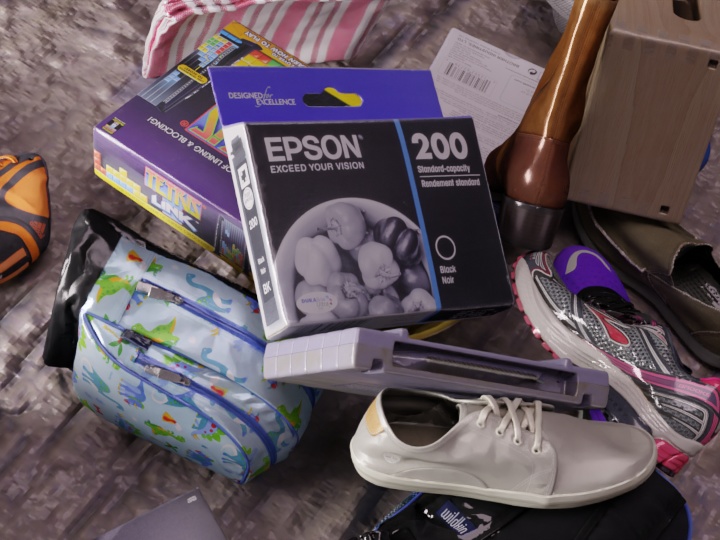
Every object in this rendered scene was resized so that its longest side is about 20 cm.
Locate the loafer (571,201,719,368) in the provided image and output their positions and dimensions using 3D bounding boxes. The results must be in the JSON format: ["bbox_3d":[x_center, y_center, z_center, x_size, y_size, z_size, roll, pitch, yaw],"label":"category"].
[{"bbox_3d":[0.256,-0.012,1.298,0.075,0.070,0.200,-33,67,-29],"label":"loafer"}]

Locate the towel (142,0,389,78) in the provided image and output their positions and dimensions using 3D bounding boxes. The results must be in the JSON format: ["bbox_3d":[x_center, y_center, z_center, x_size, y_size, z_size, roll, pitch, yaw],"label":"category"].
[{"bbox_3d":[-0.077,-0.200,1.318,0.199,0.146,0.030,-7,76,-17],"label":"towel"}]

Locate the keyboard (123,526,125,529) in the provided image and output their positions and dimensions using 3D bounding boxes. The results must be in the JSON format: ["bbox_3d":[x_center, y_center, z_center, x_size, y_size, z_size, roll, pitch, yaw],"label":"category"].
[{"bbox_3d":[-0.095,0.248,1.078,0.056,0.011,0.200,-20,62,-24],"label":"keyboard"}]

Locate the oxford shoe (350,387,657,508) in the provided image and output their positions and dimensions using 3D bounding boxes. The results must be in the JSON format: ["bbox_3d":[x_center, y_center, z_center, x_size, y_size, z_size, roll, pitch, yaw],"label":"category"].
[{"bbox_3d":[0.094,0.109,1.020,0.199,0.058,0.075,4,33,-1],"label":"oxford shoe"}]

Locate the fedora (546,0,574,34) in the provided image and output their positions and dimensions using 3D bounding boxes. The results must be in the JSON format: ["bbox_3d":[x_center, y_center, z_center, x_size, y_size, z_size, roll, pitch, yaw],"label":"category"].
[{"bbox_3d":[0.254,-0.260,1.460,0.200,0.090,0.177,-21,60,-15],"label":"fedora"}]

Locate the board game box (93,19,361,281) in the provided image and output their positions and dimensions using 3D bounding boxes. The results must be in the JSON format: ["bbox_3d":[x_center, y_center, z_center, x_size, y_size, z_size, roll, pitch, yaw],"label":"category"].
[{"bbox_3d":[-0.073,-0.085,1.192,0.200,0.057,0.165,32,52,18],"label":"board game box"}]

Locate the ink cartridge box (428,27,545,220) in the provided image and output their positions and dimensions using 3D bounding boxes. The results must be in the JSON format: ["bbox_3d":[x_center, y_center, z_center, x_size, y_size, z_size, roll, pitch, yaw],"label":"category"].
[{"bbox_3d":[0.094,-0.112,1.354,0.119,0.042,0.200,25,51,5],"label":"ink cartridge box"}]

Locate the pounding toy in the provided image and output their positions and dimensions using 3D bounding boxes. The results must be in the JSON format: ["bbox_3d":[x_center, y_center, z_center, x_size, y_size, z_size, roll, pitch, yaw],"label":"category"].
[{"bbox_3d":[0.259,-0.170,1.310,0.142,0.184,0.200,13,34,1],"label":"pounding toy"}]

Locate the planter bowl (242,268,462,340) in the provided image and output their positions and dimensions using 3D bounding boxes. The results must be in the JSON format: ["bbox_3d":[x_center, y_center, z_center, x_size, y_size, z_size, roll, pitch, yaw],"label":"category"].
[{"bbox_3d":[0.000,0.000,1.223,0.200,0.084,0.201,4,51,-5],"label":"planter bowl"}]

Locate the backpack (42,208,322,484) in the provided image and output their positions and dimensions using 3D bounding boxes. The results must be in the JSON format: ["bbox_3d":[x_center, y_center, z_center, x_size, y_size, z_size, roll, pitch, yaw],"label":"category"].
[{"bbox_3d":[-0.124,0.062,1.126,0.199,0.163,0.154,15,62,-9],"label":"backpack"}]

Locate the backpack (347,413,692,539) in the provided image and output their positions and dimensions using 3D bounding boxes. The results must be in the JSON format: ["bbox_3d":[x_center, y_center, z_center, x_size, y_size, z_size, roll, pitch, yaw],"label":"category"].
[{"bbox_3d":[0.111,0.205,1.066,0.183,0.147,0.200,35,55,21],"label":"backpack"}]

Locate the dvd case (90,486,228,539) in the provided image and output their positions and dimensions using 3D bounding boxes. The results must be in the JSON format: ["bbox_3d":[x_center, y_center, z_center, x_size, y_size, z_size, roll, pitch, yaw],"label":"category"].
[{"bbox_3d":[-0.127,0.258,1.050,0.148,0.016,0.200,-25,64,-19],"label":"dvd case"}]

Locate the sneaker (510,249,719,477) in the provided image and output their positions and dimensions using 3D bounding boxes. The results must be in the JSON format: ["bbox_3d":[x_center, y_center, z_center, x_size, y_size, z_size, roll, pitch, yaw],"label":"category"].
[{"bbox_3d":[0.182,0.055,1.129,0.075,0.081,0.200,-44,59,6],"label":"sneaker"}]

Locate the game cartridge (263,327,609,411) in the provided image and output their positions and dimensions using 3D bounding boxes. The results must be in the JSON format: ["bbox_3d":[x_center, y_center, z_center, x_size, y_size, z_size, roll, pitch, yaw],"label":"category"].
[{"bbox_3d":[0.049,0.068,1.063,0.200,0.130,0.039,11,82,-30],"label":"game cartridge"}]

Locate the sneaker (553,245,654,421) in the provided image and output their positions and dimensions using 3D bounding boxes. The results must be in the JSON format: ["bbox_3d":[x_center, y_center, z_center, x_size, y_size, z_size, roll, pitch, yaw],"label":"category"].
[{"bbox_3d":[0.200,0.052,1.222,0.069,0.100,0.201,-1,56,-15],"label":"sneaker"}]

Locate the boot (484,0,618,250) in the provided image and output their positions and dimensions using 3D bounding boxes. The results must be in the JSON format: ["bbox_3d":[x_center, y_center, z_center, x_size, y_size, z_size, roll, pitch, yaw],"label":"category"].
[{"bbox_3d":[0.142,-0.136,1.208,0.068,0.200,0.188,15,19,4],"label":"boot"}]

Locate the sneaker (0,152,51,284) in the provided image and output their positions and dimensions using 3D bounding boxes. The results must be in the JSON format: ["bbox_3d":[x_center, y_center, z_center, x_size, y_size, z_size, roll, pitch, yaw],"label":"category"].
[{"bbox_3d":[-0.314,-0.074,1.227,0.112,0.078,0.200,-31,77,-33],"label":"sneaker"}]

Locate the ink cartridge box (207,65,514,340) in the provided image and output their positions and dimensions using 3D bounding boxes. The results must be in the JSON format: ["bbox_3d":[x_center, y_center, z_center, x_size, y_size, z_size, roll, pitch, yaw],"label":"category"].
[{"bbox_3d":[0.003,-0.058,1.116,0.198,0.043,0.201,-5,75,-34],"label":"ink cartridge box"}]
